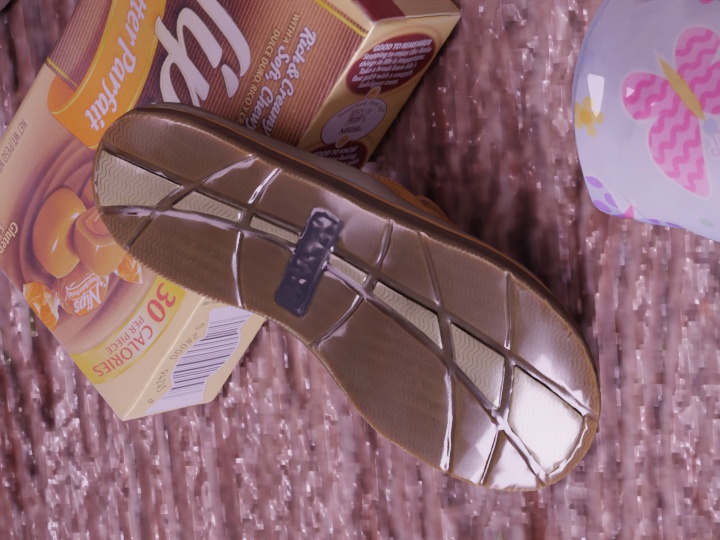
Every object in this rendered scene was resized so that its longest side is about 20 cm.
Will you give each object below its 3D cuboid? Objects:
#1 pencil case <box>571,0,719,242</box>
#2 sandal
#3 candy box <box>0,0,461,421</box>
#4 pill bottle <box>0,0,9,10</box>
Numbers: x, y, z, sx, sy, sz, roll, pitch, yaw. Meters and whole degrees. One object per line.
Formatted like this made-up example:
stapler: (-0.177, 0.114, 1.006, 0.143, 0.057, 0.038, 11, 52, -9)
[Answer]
pencil case: (0.161, -0.042, 0.907, 0.199, 0.083, 0.091, 14, 86, 37)
sandal: (0.000, 0.000, 1.043, 0.200, 0.054, 0.081, 31, 116, 3)
candy box: (-0.060, -0.056, 1.106, 0.116, 0.055, 0.200, 48, 123, 23)
pill bottle: (-0.228, -0.141, 1.140, 0.112, 0.200, 0.113, 7, 101, 39)
